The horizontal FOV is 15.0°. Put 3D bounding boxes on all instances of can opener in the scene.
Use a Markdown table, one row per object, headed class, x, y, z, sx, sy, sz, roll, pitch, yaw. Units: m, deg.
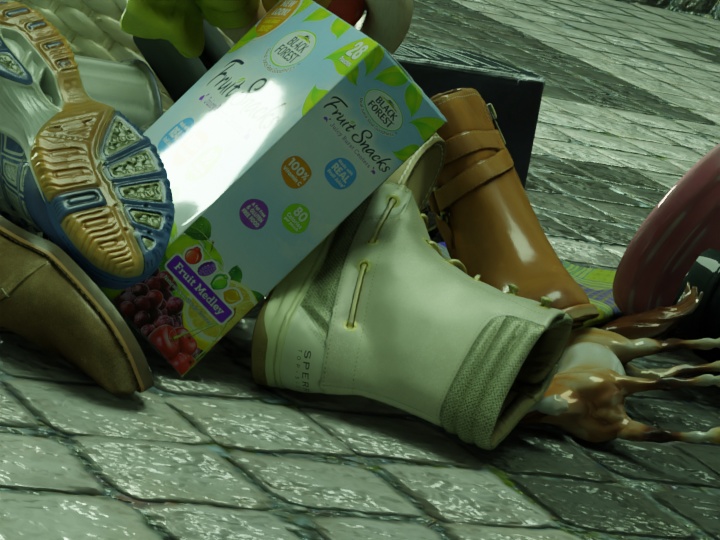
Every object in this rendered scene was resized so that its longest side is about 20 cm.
| class | x | y | z | sx | sy | sz | roll | pitch | yaw |
| --- | --- | --- | --- | --- | --- | --- | --- | --- | --- |
| can opener | -0.079 | -0.078 | 1.723 | 0.066 | 0.201 | 0.053 | -17 | 20 | 45 |

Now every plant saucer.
| class | x | y | z | sx | sy | sz | roll | pitch | yaw |
| --- | --- | --- | --- | --- | --- | --- | --- | --- | --- |
| plant saucer | 0.259 | -0.028 | 1.827 | 0.051 | 0.201 | 0.200 | 49 | 27 | 22 |

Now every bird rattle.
| class | x | y | z | sx | sy | sz | roll | pitch | yaw |
| --- | --- | --- | --- | --- | --- | --- | --- | --- | --- |
| bird rattle | -0.039 | -0.151 | 1.640 | 0.200 | 0.113 | 0.163 | 39 | -36 | -18 |

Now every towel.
| class | x | y | z | sx | sy | sz | roll | pitch | yaw |
| --- | --- | --- | --- | --- | --- | --- | --- | --- | --- |
| towel | 0.113 | 0.004 | 1.873 | 0.143 | 0.023 | 0.200 | 18 | 13 | 22 |

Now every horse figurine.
| class | x | y | z | sx | sy | sz | roll | pitch | yaw |
| --- | --- | --- | --- | --- | --- | --- | --- | --- | --- |
| horse figurine | 0.151 | 0.061 | 1.569 | 0.132 | 0.050 | 0.200 | -1 | 17 | 13 |

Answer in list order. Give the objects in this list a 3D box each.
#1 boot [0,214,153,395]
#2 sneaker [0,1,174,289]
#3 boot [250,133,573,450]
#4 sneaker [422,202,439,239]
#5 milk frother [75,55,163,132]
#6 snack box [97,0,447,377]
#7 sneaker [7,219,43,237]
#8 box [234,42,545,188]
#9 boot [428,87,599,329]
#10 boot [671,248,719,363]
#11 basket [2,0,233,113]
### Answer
| class | x | y | z | sx | sy | sz | roll | pitch | yaw |
| --- | --- | --- | --- | --- | --- | --- | --- | --- | --- |
| boot | -0.187 | 0.017 | 1.422 | 0.075 | 0.074 | 0.200 | -38 | 54 | -24 |
| sneaker | -0.166 | -0.053 | 1.471 | 0.075 | 0.088 | 0.200 | -6 | 48 | -35 |
| boot | 0.046 | 0.007 | 1.501 | 0.154 | 0.072 | 0.200 | 17 | 49 | 18 |
| sneaker | -0.030 | -0.045 | 1.819 | 0.199 | 0.074 | 0.088 | -3 | -34 | 20 |
| milk frother | -0.233 | -0.133 | 1.688 | 0.187 | 0.201 | 0.180 | 7 | 10 | -30 |
| snack box | -0.067 | -0.054 | 1.520 | 0.068 | 0.200 | 0.169 | 48 | -3 | -24 |
| sneaker | -0.277 | -0.028 | 1.514 | 0.199 | 0.076 | 0.079 | 12 | 31 | -1 |
| box | 0.005 | -0.106 | 1.968 | 0.197 | 0.124 | 0.200 | 7 | 8 | -14 |
| boot | 0.083 | -0.035 | 1.661 | 0.076 | 0.156 | 0.200 | -18 | 8 | 2 |
| boot | 0.293 | 0.056 | 1.728 | 0.168 | 0.077 | 0.200 | 30 | 3 | 19 |
| basket | -0.196 | -0.162 | 1.832 | 0.200 | 0.136 | 0.123 | 37 | 0 | -11 |
